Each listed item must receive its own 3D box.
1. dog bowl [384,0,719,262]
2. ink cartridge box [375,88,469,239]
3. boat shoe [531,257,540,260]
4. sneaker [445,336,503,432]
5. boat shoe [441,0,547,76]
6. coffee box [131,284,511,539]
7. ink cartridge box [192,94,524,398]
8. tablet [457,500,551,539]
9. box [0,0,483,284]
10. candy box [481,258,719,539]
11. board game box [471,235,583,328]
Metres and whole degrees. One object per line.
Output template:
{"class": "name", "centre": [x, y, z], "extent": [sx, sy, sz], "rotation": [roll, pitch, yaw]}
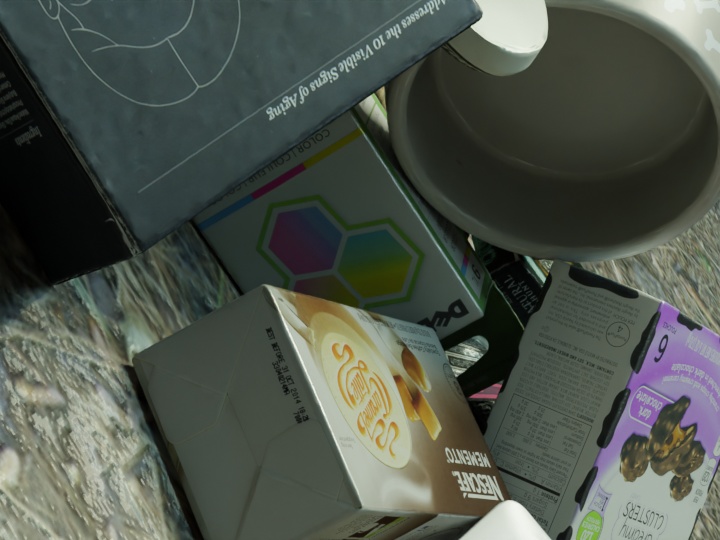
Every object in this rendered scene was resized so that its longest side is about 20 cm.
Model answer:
{"class": "dog bowl", "centre": [0.103, -0.086, 1.234], "extent": [0.200, 0.199, 0.059], "rotation": [50, 36, -30]}
{"class": "ink cartridge box", "centre": [-0.009, -0.066, 1.416], "extent": [0.165, 0.075, 0.200], "rotation": [56, 19, -9]}
{"class": "boat shoe", "centre": [0.044, -0.089, 1.357], "extent": [0.200, 0.065, 0.072], "rotation": [42, -1, 7]}
{"class": "sneaker", "centre": [0.083, 0.102, 1.433], "extent": [0.200, 0.080, 0.075], "rotation": [49, 50, -32]}
{"class": "boat shoe", "centre": [0.020, -0.151, 1.169], "extent": [0.070, 0.064, 0.200], "rotation": [-1, 44, -38]}
{"class": "coffee box", "centre": [-0.012, 0.083, 1.171], "extent": [0.200, 0.079, 0.115], "rotation": [18, 46, -65]}
{"class": "ink cartridge box", "centre": [0.000, 0.000, 1.292], "extent": [0.200, 0.104, 0.059], "rotation": [56, 19, -15]}
{"class": "tablet", "centre": [0.093, 0.218, 1.150], "extent": [0.130, 0.014, 0.200], "rotation": [-38, 83, -29]}
{"class": "box", "centre": [-0.090, -0.133, 1.056], "extent": [0.197, 0.200, 0.124], "rotation": [58, -24, -7]}
{"class": "candy box", "centre": [0.123, 0.114, 1.314], "extent": [0.071, 0.201, 0.168], "rotation": [21, -2, 29]}
{"class": "board game box", "centre": [0.123, 0.029, 1.453], "extent": [0.200, 0.028, 0.136], "rotation": [51, 16, -30]}
